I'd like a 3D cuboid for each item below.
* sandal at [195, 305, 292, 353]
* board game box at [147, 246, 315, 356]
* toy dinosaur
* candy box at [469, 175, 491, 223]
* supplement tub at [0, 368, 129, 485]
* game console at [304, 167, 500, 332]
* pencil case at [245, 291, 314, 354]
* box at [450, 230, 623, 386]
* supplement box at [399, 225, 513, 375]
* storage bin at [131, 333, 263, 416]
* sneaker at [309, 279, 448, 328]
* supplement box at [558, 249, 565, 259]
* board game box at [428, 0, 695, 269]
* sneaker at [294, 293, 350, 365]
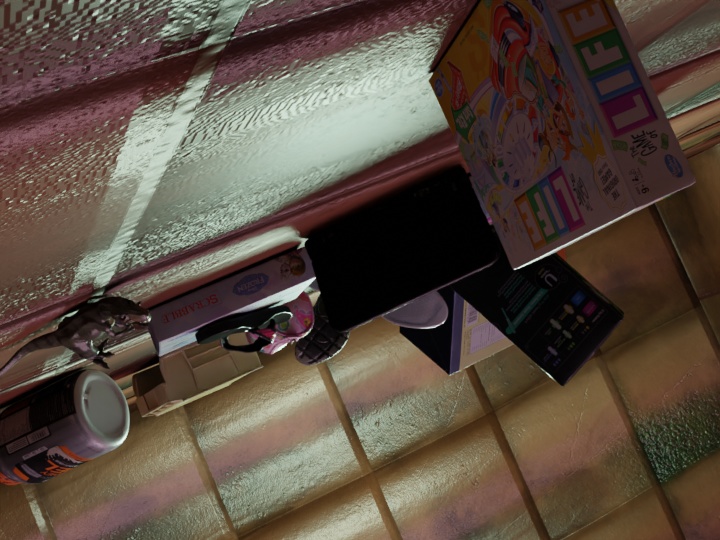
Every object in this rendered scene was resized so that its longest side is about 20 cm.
[{"bbox_3d":[-0.138,0.079,1.303,0.075,0.045,0.200,-25,176,18],"label":"sandal"},{"bbox_3d":[-0.162,0.041,1.307,0.199,0.041,0.199,-23,176,-14],"label":"board game box"},{"bbox_3d":[-0.253,0.060,0.998,0.199,0.048,0.088,-26,161,30],"label":"toy dinosaur"},{"bbox_3d":[0.138,-0.080,1.375,0.199,0.061,0.136,-27,176,35],"label":"candy box"},{"bbox_3d":[-0.442,0.231,1.543,0.199,0.123,0.122,-26,176,23],"label":"supplement tub"},{"bbox_3d":[0.050,-0.022,1.210,0.199,0.117,0.176,-24,176,7],"label":"game console"},{"bbox_3d":[-0.134,0.086,1.750,0.087,0.088,0.200,-23,177,-20],"label":"pencil case"},{"bbox_3d":[0.241,0.040,1.442,0.125,0.200,0.148,-50,170,9],"label":"box"},{"bbox_3d":[0.179,0.017,1.659,0.199,0.201,0.134,-22,-140,-28],"label":"supplement box"},{"bbox_3d":[-0.312,0.190,2.003,0.197,0.094,0.200,-21,175,-30],"label":"storage bin"},{"bbox_3d":[0.024,0.017,1.419,0.198,0.071,0.099,19,-169,4],"label":"sneaker"},{"bbox_3d":[0.250,-0.034,1.851,0.198,0.067,0.069,8,-138,24],"label":"supplement box"},{"bbox_3d":[0.099,-0.081,0.586,0.034,0.135,0.200,-23,175,-11],"label":"board game box"},{"bbox_3d":[-0.046,0.073,1.807,0.201,0.075,0.079,-54,-161,-10],"label":"sneaker"}]
